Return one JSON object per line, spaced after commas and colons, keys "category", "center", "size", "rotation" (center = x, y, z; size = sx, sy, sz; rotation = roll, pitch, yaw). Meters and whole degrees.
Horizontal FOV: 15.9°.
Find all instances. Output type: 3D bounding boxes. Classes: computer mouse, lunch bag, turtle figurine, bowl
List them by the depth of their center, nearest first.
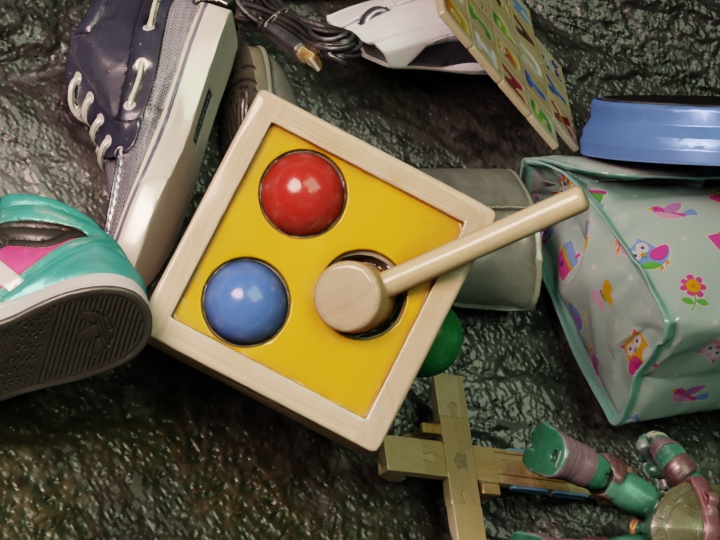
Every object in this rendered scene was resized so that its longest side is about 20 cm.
{"category": "turtle figurine", "center": [0.191, 0.164, 1.609], "size": [0.199, 0.101, 0.151], "rotation": [16, 62, -28]}
{"category": "computer mouse", "center": [0.017, -0.162, 1.691], "size": [0.199, 0.044, 0.109], "rotation": [-2, 24, -41]}
{"category": "lunch bag", "center": [0.211, -0.009, 1.706], "size": [0.169, 0.122, 0.201], "rotation": [-3, 47, -26]}
{"category": "bowl", "center": [0.245, -0.094, 1.710], "size": [0.199, 0.200, 0.040], "rotation": [-2, 97, -30]}

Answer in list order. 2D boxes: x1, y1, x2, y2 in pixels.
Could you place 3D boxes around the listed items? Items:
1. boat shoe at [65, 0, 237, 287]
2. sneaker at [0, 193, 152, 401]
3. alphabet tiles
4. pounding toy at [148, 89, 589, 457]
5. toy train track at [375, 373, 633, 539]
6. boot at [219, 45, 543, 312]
{"category": "boat shoe", "center": [-0.145, -0.085, 1.585], "size": [0.092, 0.075, 0.201], "rotation": [14, 66, 9]}
{"category": "sneaker", "center": [-0.221, 0.014, 1.477], "size": [0.199, 0.084, 0.121], "rotation": [-10, 32, -3]}
{"category": "alphabet tiles", "center": [0.084, -0.172, 1.713], "size": [0.200, 0.006, 0.167], "rotation": [46, 23, -32]}
{"category": "pounding toy", "center": [0.000, 0.000, 1.501], "size": [0.199, 0.142, 0.185], "rotation": [27, 84, 1]}
{"category": "toy train track", "center": [0.088, 0.129, 1.623], "size": [0.199, 0.032, 0.115], "rotation": [10, 61, -33]}
{"category": "boot", "center": [0.016, -0.057, 1.650], "size": [0.199, 0.073, 0.183], "rotation": [-5, 82, -24]}
